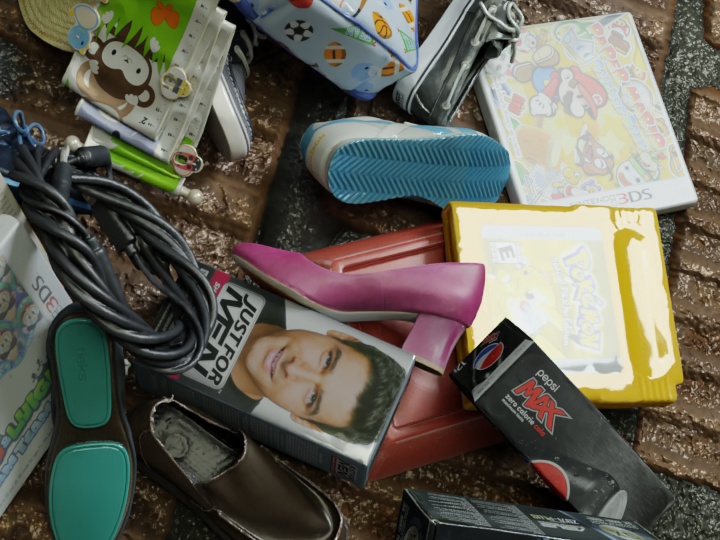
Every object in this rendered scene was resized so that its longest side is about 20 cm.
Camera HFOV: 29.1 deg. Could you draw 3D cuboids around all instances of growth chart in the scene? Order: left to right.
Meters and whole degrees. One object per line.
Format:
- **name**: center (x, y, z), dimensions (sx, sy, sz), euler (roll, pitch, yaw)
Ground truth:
- **growth chart**: center (-0.174, -0.166, 1.118), dimensions (0.143, 0.202, 0.018), euler (18, 21, 3)

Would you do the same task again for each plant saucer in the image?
- **plant saucer**: center (0.064, 0.053, 1.167), dimensions (0.197, 0.037, 0.202), euler (-13, 74, -21)

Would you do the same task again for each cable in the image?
- **cable**: center (-0.176, -0.014, 1.009), dimensions (0.051, 0.163, 0.201), euler (-35, 74, 13)

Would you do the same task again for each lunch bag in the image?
- **lunch bag**: center (-0.027, -0.249, 1.186), dimensions (0.199, 0.075, 0.162), euler (34, 42, -39)

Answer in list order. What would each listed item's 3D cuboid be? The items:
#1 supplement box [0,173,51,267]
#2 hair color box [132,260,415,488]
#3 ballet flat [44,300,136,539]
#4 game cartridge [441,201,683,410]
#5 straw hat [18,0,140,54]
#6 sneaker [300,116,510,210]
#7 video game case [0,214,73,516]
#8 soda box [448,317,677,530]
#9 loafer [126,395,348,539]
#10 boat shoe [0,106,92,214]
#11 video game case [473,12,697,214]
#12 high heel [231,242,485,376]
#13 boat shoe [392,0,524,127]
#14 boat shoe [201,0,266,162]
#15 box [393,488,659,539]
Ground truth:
- **supplement box**: center (-0.307, -0.045, 0.985), dimensions (0.125, 0.201, 0.074), euler (23, 61, 27)
- **hair color box**: center (-0.067, 0.079, 1.082), dimensions (0.198, 0.061, 0.100), euler (23, 65, 7)
- **ballet flat**: center (-0.200, 0.115, 1.034), dimensions (0.072, 0.073, 0.203), euler (-3, 107, -17)
- **game cartridge**: center (0.172, 0.028, 1.172), dimensions (0.197, 0.032, 0.179), euler (0, 70, -16)
- **straw hat**: center (-0.204, -0.278, 1.140), dimensions (0.198, 0.085, 0.204), euler (-5, 61, 9)
- **sneaker**: center (0.043, -0.097, 1.192), dimensions (0.198, 0.081, 0.077), euler (4, 112, -33)
- **video game case**: center (-0.270, 0.091, 0.982), dimensions (0.023, 0.183, 0.201), euler (19, 62, 25)
- **soda box**: center (0.162, 0.133, 1.100), dimensions (0.071, 0.063, 0.200), euler (-44, 112, -1)
- **loafer**: center (-0.096, 0.163, 1.058), dimensions (0.198, 0.071, 0.074), euler (30, 65, -4)
- **boat shoe**: center (-0.295, -0.102, 1.090), dimensions (0.198, 0.084, 0.070), euler (20, 77, -11)
- **video game case**: center (0.203, -0.138, 1.286), dimensions (0.180, 0.023, 0.203), euler (-11, 73, -20)
- **high heel**: center (0.000, 0.000, 1.105), dimensions (0.198, 0.067, 0.097), euler (25, 79, 5)
- **boat shoe**: center (0.110, -0.215, 1.233), dimensions (0.068, 0.074, 0.200), euler (33, 79, 16)
- **boat shoe**: center (-0.110, -0.196, 1.185), dimensions (0.092, 0.075, 0.202), euler (-20, 76, -14)
- **box**: center (0.119, 0.266, 1.042), dimensions (0.197, 0.086, 0.166), euler (11, 95, -13)
